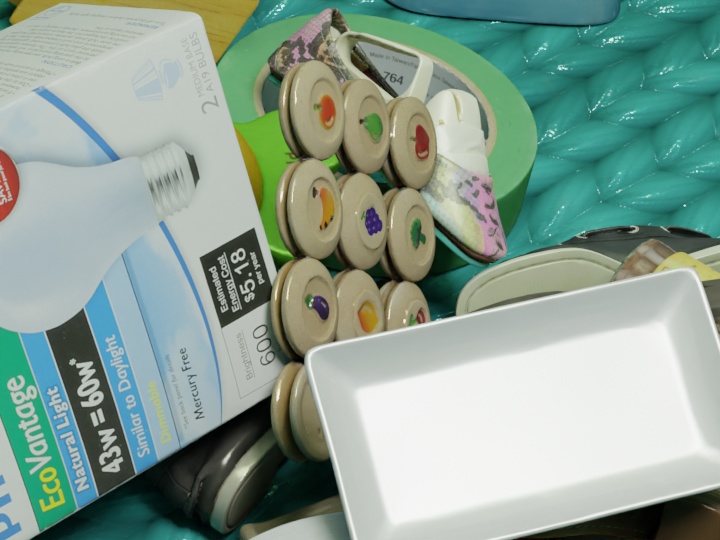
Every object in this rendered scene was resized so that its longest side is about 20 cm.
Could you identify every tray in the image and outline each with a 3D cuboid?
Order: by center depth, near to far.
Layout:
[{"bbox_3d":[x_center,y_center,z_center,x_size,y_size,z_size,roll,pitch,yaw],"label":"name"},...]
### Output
[{"bbox_3d":[0.079,0.069,1.071,0.199,0.022,0.108,-12,75,-15],"label":"tray"}]

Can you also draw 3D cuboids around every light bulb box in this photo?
[{"bbox_3d":[-0.160,0.000,1.102,0.200,0.199,0.125,-30,24,-33],"label":"light bulb box"}]

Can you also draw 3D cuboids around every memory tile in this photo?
[{"bbox_3d":[0.000,0.000,1.177,0.017,0.201,0.153,-3,-9,30],"label":"memory tile"}]

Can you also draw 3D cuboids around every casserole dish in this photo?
[{"bbox_3d":[0.094,-0.221,1.592,0.199,0.039,0.121,3,41,-14],"label":"casserole dish"}]

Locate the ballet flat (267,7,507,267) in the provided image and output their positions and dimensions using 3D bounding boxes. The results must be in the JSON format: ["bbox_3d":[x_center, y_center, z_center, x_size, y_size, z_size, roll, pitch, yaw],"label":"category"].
[{"bbox_3d":[0.024,-0.086,1.306,0.200,0.071,0.069,45,14,33],"label":"ballet flat"}]

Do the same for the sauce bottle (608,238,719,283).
[{"bbox_3d":[0.220,0.055,1.216,0.200,0.065,0.065,31,42,26],"label":"sauce bottle"}]

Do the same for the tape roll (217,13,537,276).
[{"bbox_3d":[0.005,-0.079,1.393,0.200,0.048,0.201,9,40,-7],"label":"tape roll"}]

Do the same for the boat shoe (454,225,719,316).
[{"bbox_3d":[0.142,0.010,1.316,0.199,0.075,0.066,-12,17,-13],"label":"boat shoe"}]

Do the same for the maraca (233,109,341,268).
[{"bbox_3d":[-0.105,-0.045,1.270,0.199,0.107,0.138,-1,54,-9],"label":"maraca"}]

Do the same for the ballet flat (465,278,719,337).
[{"bbox_3d":[0.126,0.037,1.204,0.199,0.047,0.067,-6,19,32],"label":"ballet flat"}]

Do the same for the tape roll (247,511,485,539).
[{"bbox_3d":[0.003,0.205,1.017,0.199,0.066,0.201,0,46,0],"label":"tape roll"}]

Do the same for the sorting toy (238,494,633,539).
[{"bbox_3d":[0.066,0.159,1.139,0.199,0.037,0.185,-15,47,-30],"label":"sorting toy"}]

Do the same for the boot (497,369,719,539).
[{"bbox_3d":[0.110,0.083,1.170,0.200,0.074,0.155,29,19,1],"label":"boot"}]

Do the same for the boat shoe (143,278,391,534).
[{"bbox_3d":[-0.041,0.056,1.207,0.057,0.067,0.200,30,46,13],"label":"boat shoe"}]

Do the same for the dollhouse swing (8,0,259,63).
[{"bbox_3d":[-0.112,-0.253,1.444,0.181,0.176,0.200,13,32,-1],"label":"dollhouse swing"}]
